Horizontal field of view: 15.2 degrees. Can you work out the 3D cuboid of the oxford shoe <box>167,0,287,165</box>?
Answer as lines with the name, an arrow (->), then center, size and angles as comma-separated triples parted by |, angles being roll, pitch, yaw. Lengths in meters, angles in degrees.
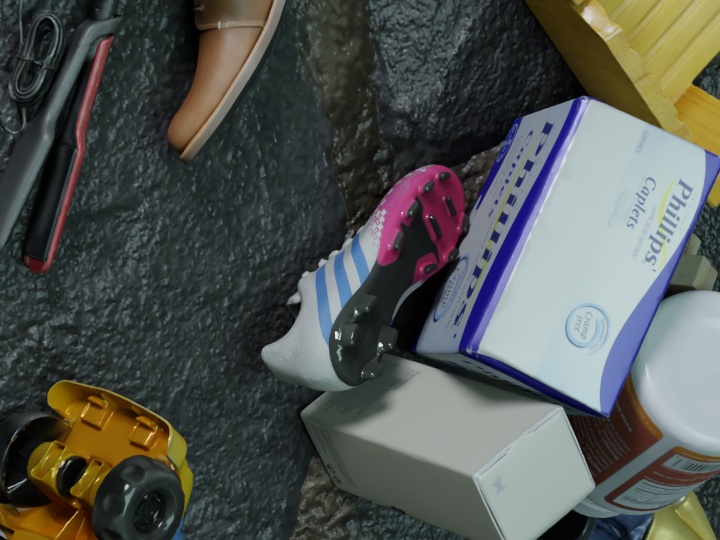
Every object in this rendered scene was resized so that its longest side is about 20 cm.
oxford shoe -> -0.082, -0.163, 1.701 | 0.071, 0.071, 0.200 | 25, 84, -6

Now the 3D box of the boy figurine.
boy figurine -> 0.215, 0.213, 1.952 | 0.200, 0.064, 0.125 | 36, 76, -29

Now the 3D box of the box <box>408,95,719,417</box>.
box -> 0.130, -0.007, 1.763 | 0.105, 0.200, 0.184 | 26, 84, -9

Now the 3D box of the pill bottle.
pill bottle -> 0.195, 0.097, 1.795 | 0.112, 0.200, 0.113 | 7, 67, -18

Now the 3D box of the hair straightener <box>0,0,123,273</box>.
hair straightener -> -0.194, -0.102, 1.636 | 0.077, 0.041, 0.201 | 17, 96, -34

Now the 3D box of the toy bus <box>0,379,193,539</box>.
toy bus -> -0.158, 0.197, 1.675 | 0.192, 0.136, 0.200 | 43, 72, -45

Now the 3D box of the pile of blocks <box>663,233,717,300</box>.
pile of blocks -> 0.210, 0.015, 1.846 | 0.082, 0.200, 0.062 | 25, 70, -8

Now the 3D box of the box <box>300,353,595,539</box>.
box -> 0.054, 0.115, 1.746 | 0.082, 0.200, 0.069 | -36, 117, -23

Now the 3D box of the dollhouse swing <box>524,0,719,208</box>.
dollhouse swing -> 0.221, -0.189, 1.831 | 0.176, 0.182, 0.200 | -39, 118, -5

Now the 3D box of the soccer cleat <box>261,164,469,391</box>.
soccer cleat -> 0.000, 0.000, 1.776 | 0.200, 0.086, 0.070 | -57, 132, -39
